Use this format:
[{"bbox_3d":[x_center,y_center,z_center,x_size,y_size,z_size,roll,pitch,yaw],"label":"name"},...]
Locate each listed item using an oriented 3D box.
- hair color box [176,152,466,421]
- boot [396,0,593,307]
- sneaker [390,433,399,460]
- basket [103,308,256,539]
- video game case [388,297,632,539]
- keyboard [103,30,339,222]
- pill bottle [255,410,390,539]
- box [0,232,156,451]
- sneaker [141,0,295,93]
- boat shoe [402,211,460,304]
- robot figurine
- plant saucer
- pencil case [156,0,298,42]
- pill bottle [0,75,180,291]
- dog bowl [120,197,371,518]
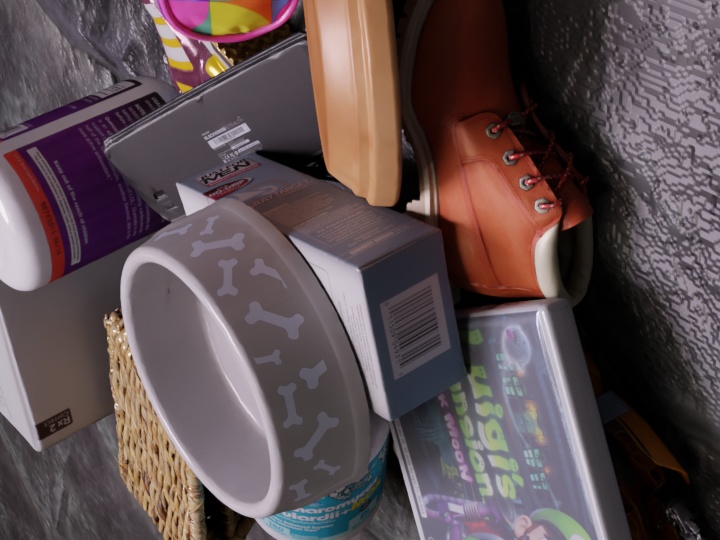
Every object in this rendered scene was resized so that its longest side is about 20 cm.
[{"bbox_3d":[-0.028,0.003,0.799,0.200,0.061,0.099,25,134,49],"label":"hair color box"},{"bbox_3d":[0.078,-0.069,0.710,0.107,0.075,0.200,21,135,37],"label":"boot"},{"bbox_3d":[0.081,0.172,0.893,0.200,0.080,0.074,44,149,31],"label":"sneaker"},{"bbox_3d":[-0.107,0.122,1.067,0.149,0.143,0.200,43,142,41],"label":"basket"},{"bbox_3d":[0.081,0.119,0.781,0.182,0.023,0.200,-10,96,57],"label":"video game case"},{"bbox_3d":[-0.073,-0.088,0.884,0.200,0.040,0.104,-20,118,36],"label":"keyboard"},{"bbox_3d":[-0.034,0.118,0.961,0.111,0.111,0.200,47,159,24],"label":"pill bottle"},{"bbox_3d":[-0.235,0.007,1.123,0.131,0.199,0.200,31,139,41],"label":"box"},{"bbox_3d":[-0.120,-0.173,0.917,0.200,0.075,0.090,53,144,16],"label":"sneaker"},{"bbox_3d":[0.000,0.000,0.891,0.200,0.072,0.069,158,108,-69],"label":"boat shoe"},{"bbox_3d":[0.156,0.148,0.773,0.200,0.058,0.145,54,150,15],"label":"robot figurine"},{"bbox_3d":[-0.009,-0.132,0.713,0.200,0.037,0.200,174,90,-87],"label":"plant saucer"},{"bbox_3d":[-0.088,-0.223,0.750,0.088,0.088,0.200,111,149,-53],"label":"pencil case"},{"bbox_3d":[-0.188,-0.072,0.979,0.112,0.200,0.113,38,143,36],"label":"pill bottle"},{"bbox_3d":[-0.076,0.058,0.799,0.200,0.059,0.200,39,142,39],"label":"dog bowl"}]
